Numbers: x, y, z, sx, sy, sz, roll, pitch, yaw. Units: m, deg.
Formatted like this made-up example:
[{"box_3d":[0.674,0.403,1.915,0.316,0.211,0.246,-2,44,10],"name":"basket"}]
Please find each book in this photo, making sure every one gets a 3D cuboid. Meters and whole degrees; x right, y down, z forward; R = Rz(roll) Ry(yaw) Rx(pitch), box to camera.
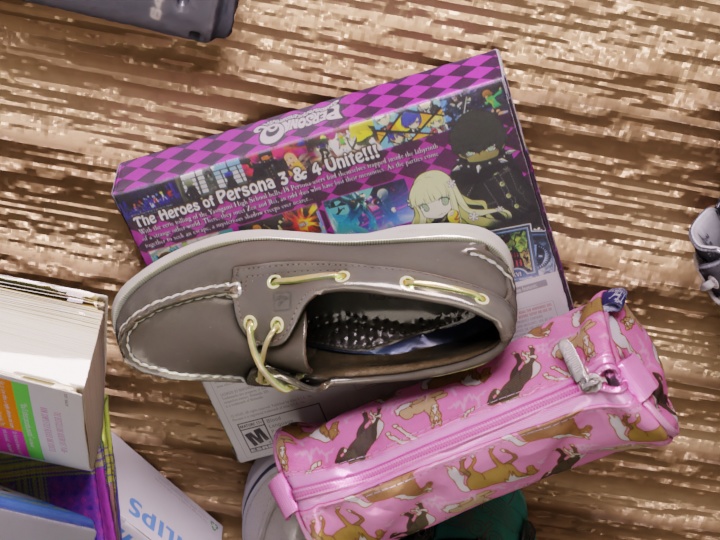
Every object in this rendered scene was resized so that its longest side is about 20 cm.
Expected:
[{"box_3d":[-0.219,0.041,0.727,0.197,0.049,0.134,12,151,-3],"name":"book"}]

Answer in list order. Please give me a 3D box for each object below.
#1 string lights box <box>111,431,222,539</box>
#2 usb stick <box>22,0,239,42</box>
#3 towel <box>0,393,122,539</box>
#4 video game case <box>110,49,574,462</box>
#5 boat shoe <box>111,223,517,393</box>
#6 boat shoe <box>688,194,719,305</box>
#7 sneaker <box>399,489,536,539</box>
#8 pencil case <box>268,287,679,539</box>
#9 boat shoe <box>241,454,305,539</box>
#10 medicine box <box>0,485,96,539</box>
[{"box_3d":[-0.185,0.186,0.901,0.199,0.059,0.103,-35,117,20],"name":"string lights box"},{"box_3d":[-0.150,-0.146,0.698,0.197,0.033,0.056,12,122,-9],"name":"usb stick"},{"box_3d":[-0.181,0.163,0.830,0.142,0.023,0.203,-9,89,24],"name":"towel"},{"box_3d":[0.000,0.000,0.793,0.198,0.036,0.183,-16,123,10],"name":"video game case"},{"box_3d":[-0.024,0.023,0.749,0.199,0.061,0.073,-7,123,4],"name":"boat shoe"},{"box_3d":[0.193,-0.010,0.767,0.067,0.072,0.202,-2,121,-2],"name":"boat shoe"},{"box_3d":[0.061,0.159,0.845,0.083,0.122,0.200,25,151,-8],"name":"sneaker"},{"box_3d":[0.054,0.081,0.778,0.198,0.083,0.087,-24,129,16],"name":"pencil case"},{"box_3d":[-0.038,0.188,0.897,0.070,0.070,0.202,5,124,-4],"name":"boat shoe"},{"box_3d":[-0.262,0.129,0.739,0.198,0.104,0.182,14,171,26],"name":"medicine box"}]
